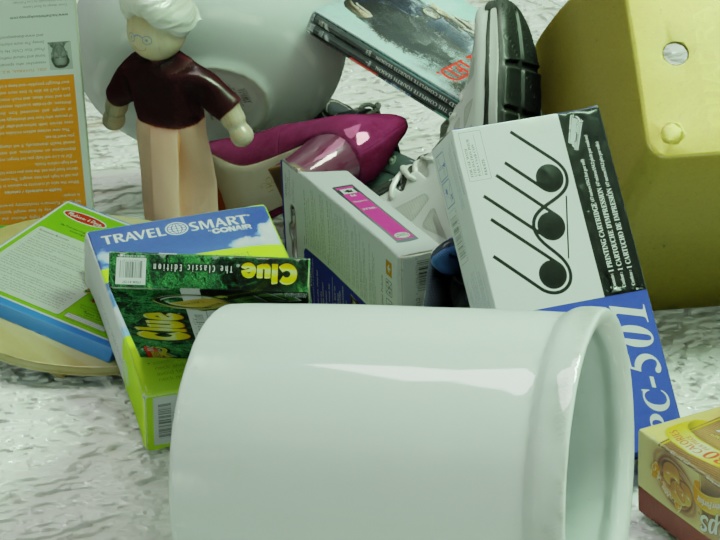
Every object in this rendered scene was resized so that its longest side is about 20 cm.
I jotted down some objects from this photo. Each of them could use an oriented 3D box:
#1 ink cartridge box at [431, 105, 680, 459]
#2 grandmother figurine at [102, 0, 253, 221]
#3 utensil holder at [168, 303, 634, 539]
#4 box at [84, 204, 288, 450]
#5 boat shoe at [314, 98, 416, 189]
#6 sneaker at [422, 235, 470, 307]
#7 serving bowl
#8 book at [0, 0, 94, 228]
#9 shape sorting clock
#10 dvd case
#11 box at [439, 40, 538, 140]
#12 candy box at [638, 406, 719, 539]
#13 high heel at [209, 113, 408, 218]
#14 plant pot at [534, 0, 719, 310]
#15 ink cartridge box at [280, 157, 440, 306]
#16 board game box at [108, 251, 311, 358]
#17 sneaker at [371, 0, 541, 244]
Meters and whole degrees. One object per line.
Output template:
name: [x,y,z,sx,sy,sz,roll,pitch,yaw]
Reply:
ink cartridge box: [0.111,0.013,1.426,0.094,0.201,0.044,-10,-11,-17]
grandmother figurine: [-0.128,-0.104,1.713,0.121,0.201,0.061,4,29,19]
utensil holder: [0.024,0.097,1.260,0.199,0.171,0.170,3,23,17]
box: [-0.096,0.026,1.551,0.122,0.048,0.200,-9,36,-14]
boat shoe: [0.011,-0.085,1.804,0.073,0.062,0.200,23,18,-23]
sneaker: [0.085,0.004,1.484,0.077,0.085,0.200,1,47,37]
serving bowl: [-0.107,-0.141,1.788,0.199,0.200,0.066,-3,55,0]
book: [-0.253,-0.101,1.723,0.133,0.201,0.048,-4,23,-5]
shape sorting clock: [-0.175,0.015,1.642,0.199,0.039,0.200,1,33,0]
dvd case: [0.079,-0.141,1.755,0.200,0.022,0.146,34,32,17]
box: [0.120,-0.099,1.832,0.068,0.082,0.200,7,26,19]
candy box: [0.262,0.105,1.356,0.199,0.055,0.115,-13,25,-24]
high heel: [-0.050,-0.075,1.771,0.096,0.068,0.200,-30,20,-29]
plant pot: [0.227,-0.101,1.584,0.199,0.201,0.176,-4,-21,-4]
ink cartridge box: [0.000,0.000,1.588,0.037,0.095,0.200,-12,24,-22]
board game box: [-0.078,0.022,1.379,0.104,0.024,0.200,4,-12,1]
sneaker: [0.053,-0.077,1.650,0.115,0.201,0.076,1,-2,23]
